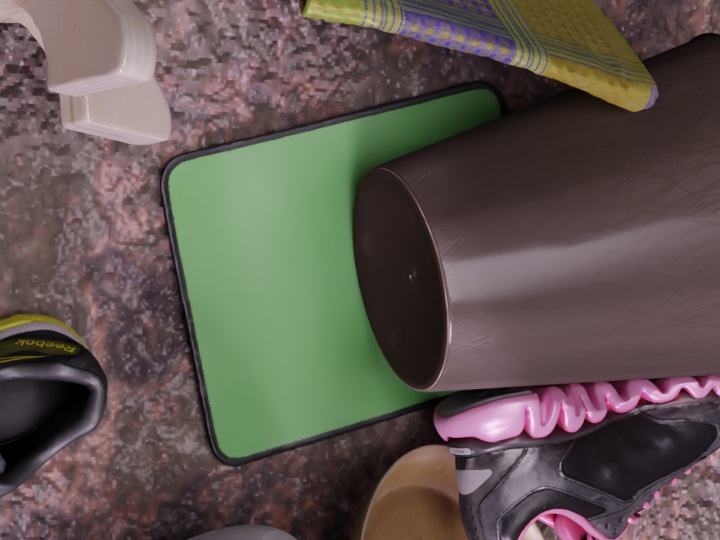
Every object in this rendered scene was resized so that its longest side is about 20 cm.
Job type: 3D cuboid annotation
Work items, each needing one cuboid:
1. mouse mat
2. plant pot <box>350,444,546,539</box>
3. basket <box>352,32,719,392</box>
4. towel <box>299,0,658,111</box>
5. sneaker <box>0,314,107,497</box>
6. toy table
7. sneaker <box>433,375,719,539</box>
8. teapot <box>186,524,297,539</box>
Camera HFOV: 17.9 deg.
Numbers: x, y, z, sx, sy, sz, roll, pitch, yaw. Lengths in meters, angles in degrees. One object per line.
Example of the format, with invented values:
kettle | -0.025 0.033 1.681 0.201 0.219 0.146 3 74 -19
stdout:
mouse mat | 0.000 0.000 1.167 0.199 0.008 0.162 -15 102 -24
plant pot | 0.049 0.188 1.149 0.200 0.027 0.201 33 47 -45
basket | 0.109 -0.014 1.146 0.199 0.136 0.181 -13 82 -21
towel | 0.044 -0.137 1.109 0.199 0.144 0.023 13 122 -28
sneaker | -0.202 0.081 1.030 0.200 0.085 0.075 -34 108 -20
toy table | -0.156 -0.127 0.992 0.199 0.184 0.118 8 78 -35
sneaker | 0.129 0.102 1.191 0.199 0.079 0.096 -4 85 -28
teapot | -0.075 0.225 1.078 0.146 0.197 0.201 -22 85 13
